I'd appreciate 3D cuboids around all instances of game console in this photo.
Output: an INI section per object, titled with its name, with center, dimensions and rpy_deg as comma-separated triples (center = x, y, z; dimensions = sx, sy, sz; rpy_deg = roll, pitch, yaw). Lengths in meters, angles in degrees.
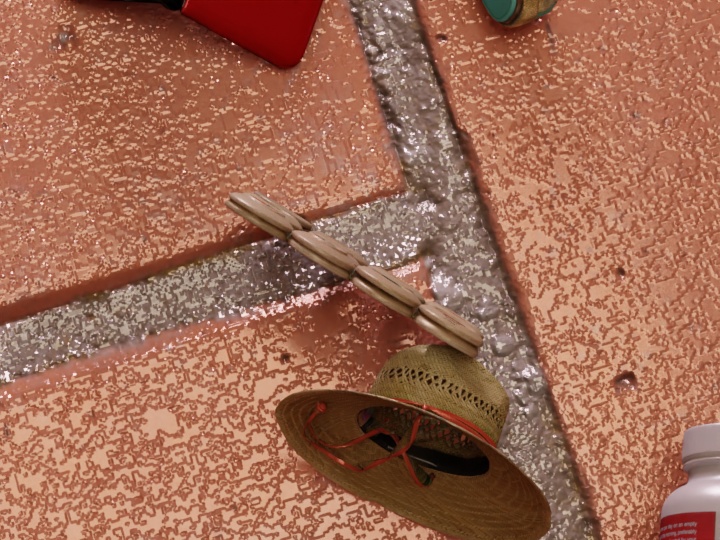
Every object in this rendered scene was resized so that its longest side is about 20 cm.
[game console]
center = -0.114, -0.271, 1.378
dimensions = 0.171, 0.119, 0.202
rpy_deg = 8, 70, 32

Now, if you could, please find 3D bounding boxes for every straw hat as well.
[straw hat]
center = 0.049, 0.098, 1.199
dimensions = 0.200, 0.201, 0.086
rpy_deg = 24, 62, 4

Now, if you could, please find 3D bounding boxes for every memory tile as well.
[memory tile]
center = 0.000, 0.000, 1.238
dimensions = 0.199, 0.153, 0.017
rpy_deg = 31, 92, 5

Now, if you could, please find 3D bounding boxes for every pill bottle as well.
[pill bottle]
center = 0.257, 0.211, 1.208
dimensions = 0.111, 0.112, 0.202
rpy_deg = 6, 73, -1

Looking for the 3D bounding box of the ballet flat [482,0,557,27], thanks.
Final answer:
[ballet flat]
center = 0.093, -0.277, 1.372
dimensions = 0.070, 0.071, 0.201
rpy_deg = -25, 76, -10
